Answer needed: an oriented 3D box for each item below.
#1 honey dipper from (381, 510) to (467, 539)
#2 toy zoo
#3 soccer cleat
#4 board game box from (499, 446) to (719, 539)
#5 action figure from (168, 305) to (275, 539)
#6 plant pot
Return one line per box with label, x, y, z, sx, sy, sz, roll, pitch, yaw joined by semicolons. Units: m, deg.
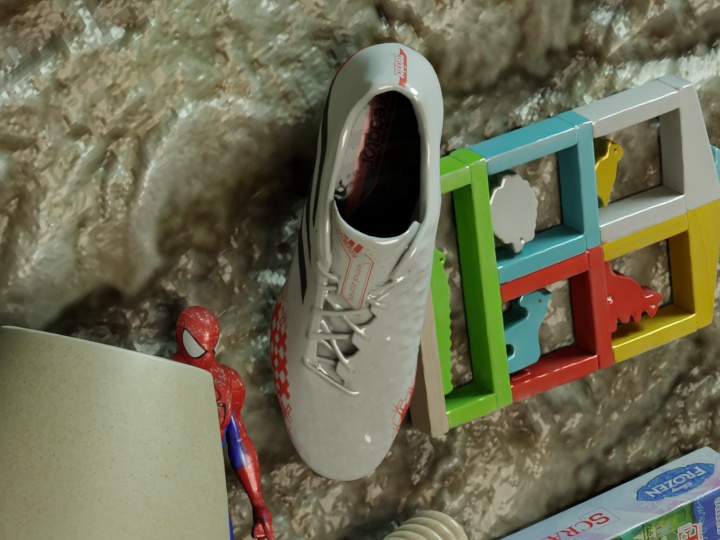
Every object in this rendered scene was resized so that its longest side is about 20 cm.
honey dipper;-0.008;0.156;1.300;0.200;0.038;0.038;-27;126;-59
toy zoo;0.105;-0.013;1.382;0.199;0.020;0.132;-20;117;-26
soccer cleat;0.000;0.000;1.269;0.068;0.085;0.201;9;101;-3
board game box;0.118;0.216;1.463;0.199;0.041;0.201;-22;118;-24
action figure;-0.075;0.111;1.296;0.065;0.052;0.201;-8;110;-27
plant pot;-0.129;0.130;1.200;0.187;0.187;0.201;15;84;-36
